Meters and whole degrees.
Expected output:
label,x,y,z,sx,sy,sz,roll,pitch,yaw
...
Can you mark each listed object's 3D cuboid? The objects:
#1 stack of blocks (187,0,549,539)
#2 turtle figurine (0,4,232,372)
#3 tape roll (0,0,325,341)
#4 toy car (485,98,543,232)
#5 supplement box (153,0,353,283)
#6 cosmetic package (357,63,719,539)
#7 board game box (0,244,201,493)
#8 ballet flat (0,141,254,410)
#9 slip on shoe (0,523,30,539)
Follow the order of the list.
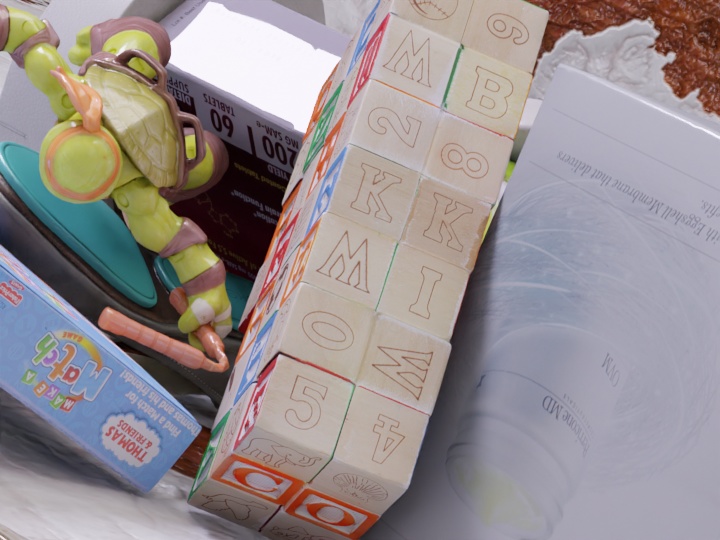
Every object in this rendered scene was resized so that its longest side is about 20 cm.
label,x,y,z,sx,sy,sz,roll,pitch,yaw
stack of blocks,0.000,0.000,0.989,0.058,0.200,0.115,22,-28,-9
turtle figurine,-0.098,-0.059,1.029,0.200,0.064,0.161,48,13,-5
tape roll,-0.089,-0.065,1.209,0.037,0.203,0.203,27,6,26
toy car,0.042,-0.015,1.631,0.200,0.175,0.150,15,-32,-9
supplement box,-0.027,-0.019,1.181,0.109,0.061,0.200,28,-34,33
cosmetic package,0.123,0.061,0.917,0.123,0.200,0.199,17,9,-36
board game box,-0.160,-0.012,0.962,0.200,0.037,0.151,36,-5,41
ballet flat,-0.100,0.013,1.101,0.200,0.064,0.067,31,24,-47
slip on shoe,-0.072,0.095,0.478,0.061,0.076,0.200,27,9,-47
